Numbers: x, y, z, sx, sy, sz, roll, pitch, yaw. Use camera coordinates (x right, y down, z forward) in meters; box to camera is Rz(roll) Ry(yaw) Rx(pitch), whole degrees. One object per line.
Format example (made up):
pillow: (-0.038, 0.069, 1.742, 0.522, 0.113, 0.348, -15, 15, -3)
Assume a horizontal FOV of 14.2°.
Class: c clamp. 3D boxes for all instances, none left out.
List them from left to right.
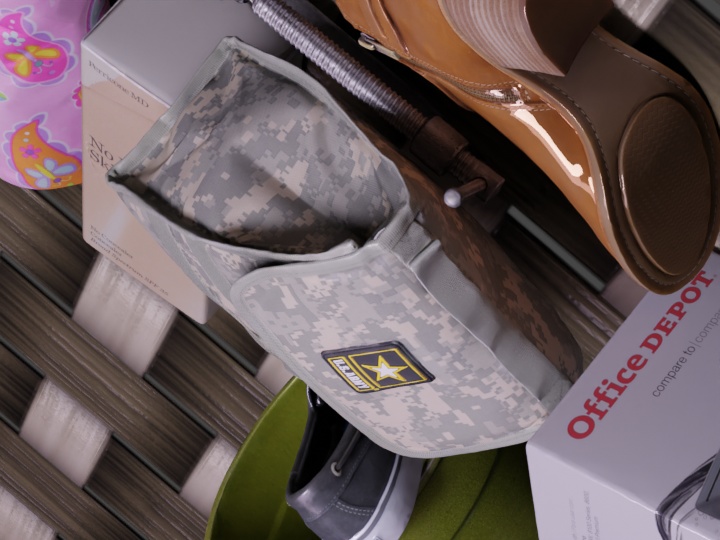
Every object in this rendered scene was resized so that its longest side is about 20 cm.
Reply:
c clamp: (-0.004, -0.097, 1.359, 0.200, 0.027, 0.171, 40, -170, 12)

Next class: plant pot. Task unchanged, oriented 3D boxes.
plant pot: (0.052, 0.152, 1.587, 0.193, 0.201, 0.200, 39, 157, -24)

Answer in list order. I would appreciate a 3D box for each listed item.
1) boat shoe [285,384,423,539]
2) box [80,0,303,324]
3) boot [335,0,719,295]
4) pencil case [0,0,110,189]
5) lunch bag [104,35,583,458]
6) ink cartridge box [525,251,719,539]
boat shoe: (0.002, 0.061, 1.496, 0.057, 0.200, 0.069, 39, 126, -25)
box: (-0.092, -0.068, 1.542, 0.095, 0.078, 0.200, 34, 153, 16)
boot: (0.070, -0.078, 1.316, 0.155, 0.077, 0.200, 18, 156, 50)
pencil case: (-0.177, -0.129, 1.561, 0.087, 0.087, 0.200, 30, 152, 21)
lunch bag: (0.000, 0.000, 1.376, 0.200, 0.118, 0.164, 31, 168, 50)
ink cartridge box: (0.196, 0.094, 1.323, 0.199, 0.145, 0.084, 26, 149, 28)
